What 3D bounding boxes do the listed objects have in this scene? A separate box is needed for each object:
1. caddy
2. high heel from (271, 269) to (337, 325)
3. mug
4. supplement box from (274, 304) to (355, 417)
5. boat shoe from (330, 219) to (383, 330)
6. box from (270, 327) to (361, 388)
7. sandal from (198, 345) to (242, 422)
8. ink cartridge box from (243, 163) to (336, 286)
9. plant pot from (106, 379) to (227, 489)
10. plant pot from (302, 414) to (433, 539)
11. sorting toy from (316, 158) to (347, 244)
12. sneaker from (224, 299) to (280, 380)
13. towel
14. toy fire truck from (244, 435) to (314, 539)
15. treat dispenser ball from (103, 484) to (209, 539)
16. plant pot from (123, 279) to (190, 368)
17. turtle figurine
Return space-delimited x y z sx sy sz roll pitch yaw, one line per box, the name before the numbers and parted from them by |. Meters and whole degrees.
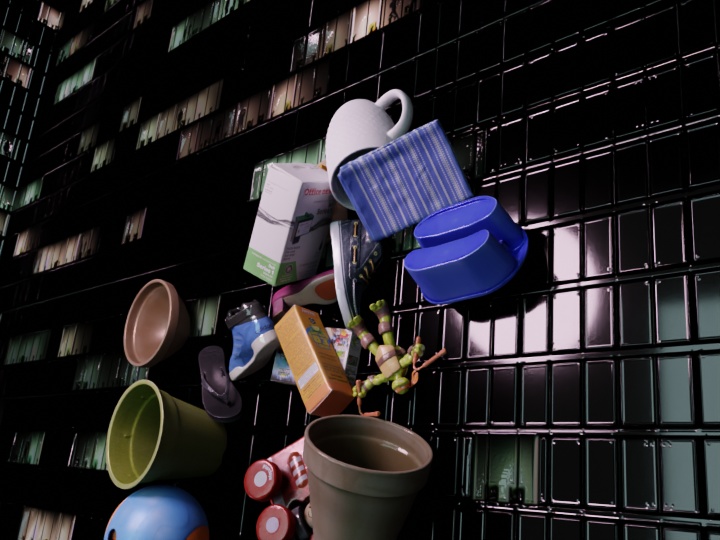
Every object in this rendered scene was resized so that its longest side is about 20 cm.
caddy | 0.163 -0.024 1.112 0.197 0.105 0.143 -15 39 40
high heel | -0.095 0.027 1.383 0.197 0.068 0.097 -27 32 20
mug | 0.022 -0.239 1.304 0.200 0.146 0.178 -42 39 31
supplement box | -0.083 0.157 1.257 0.069 0.066 0.202 -48 47 19
boat shoe | 0.000 0.000 1.274 0.088 0.071 0.206 -9 71 5
box | -0.082 0.162 1.328 0.197 0.034 0.113 -1 73 45
sandal | -0.298 0.230 1.482 0.044 0.074 0.202 90 156 -44
ink cartridge box | -0.124 -0.089 1.342 0.083 0.145 0.205 26 110 24
plant pot | -0.373 0.339 1.434 0.197 0.188 0.205 -20 59 37
plant pot | -0.002 0.339 1.082 0.198 0.197 0.179 20 103 47
sorting toy | -0.108 -0.126 1.470 0.197 0.036 0.190 -22 59 37
sneaker | -0.224 0.131 1.406 0.113 0.076 0.200 60 144 15
towel | 0.073 -0.147 1.210 0.196 0.147 0.024 -24 16 20
toy fire truck | -0.091 0.377 1.208 0.166 0.112 0.202 -33 52 8
treat dispenser ball | -0.387 0.515 1.370 0.198 0.199 0.206 -19 61 38
plant pot | -0.462 0.132 1.679 0.198 0.092 0.206 -20 59 38
turtle figurine | 0.052 0.135 1.182 0.199 0.064 0.164 -41 61 30
